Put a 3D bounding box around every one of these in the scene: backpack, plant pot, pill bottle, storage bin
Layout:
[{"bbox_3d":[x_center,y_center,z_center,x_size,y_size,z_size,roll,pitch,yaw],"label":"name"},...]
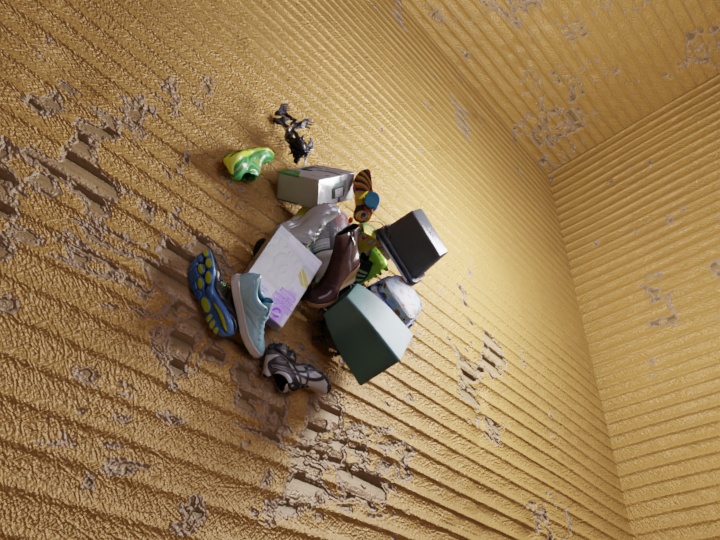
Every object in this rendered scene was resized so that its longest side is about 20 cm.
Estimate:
[{"bbox_3d":[0.092,0.102,1.766,0.203,0.152,0.190,58,23,1],"label":"backpack"},{"bbox_3d":[0.008,0.150,1.510,0.201,0.140,0.142,51,29,-6],"label":"plant pot"},{"bbox_3d":[-0.085,-0.061,1.660,0.114,0.114,0.205,21,54,-43],"label":"pill bottle"},{"bbox_3d":[0.167,-0.081,1.784,0.203,0.133,0.145,59,29,6],"label":"storage bin"}]

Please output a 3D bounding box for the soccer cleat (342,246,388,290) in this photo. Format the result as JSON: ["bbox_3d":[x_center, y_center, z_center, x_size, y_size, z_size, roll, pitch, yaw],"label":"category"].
[{"bbox_3d":[0.000,0.000,1.658,0.067,0.199,0.082,-30,88,-47],"label":"soccer cleat"}]

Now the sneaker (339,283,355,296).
[{"bbox_3d":[-0.006,0.136,1.624,0.203,0.112,0.075,60,28,0],"label":"sneaker"}]

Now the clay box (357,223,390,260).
[{"bbox_3d":[0.016,-0.081,1.815,0.198,0.114,0.049,28,44,-41],"label":"clay box"}]

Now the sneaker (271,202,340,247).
[{"bbox_3d":[-0.136,-0.108,1.578,0.088,0.197,0.075,59,-4,17],"label":"sneaker"}]

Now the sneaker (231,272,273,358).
[{"bbox_3d":[-0.229,0.101,1.324,0.074,0.080,0.205,-87,168,-67],"label":"sneaker"}]

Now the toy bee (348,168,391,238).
[{"bbox_3d":[0.008,-0.185,1.709,0.132,0.106,0.204,88,-17,-62],"label":"toy bee"}]

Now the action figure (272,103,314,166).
[{"bbox_3d":[-0.183,-0.402,1.759,0.100,0.120,0.202,-21,65,-23],"label":"action figure"}]

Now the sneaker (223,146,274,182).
[{"bbox_3d":[-0.299,-0.283,1.592,0.200,0.072,0.086,-37,121,-59],"label":"sneaker"}]

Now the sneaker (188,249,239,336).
[{"bbox_3d":[-0.322,0.053,1.320,0.204,0.069,0.083,67,12,12],"label":"sneaker"}]

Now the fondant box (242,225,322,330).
[{"bbox_3d":[-0.200,0.017,1.430,0.144,0.058,0.202,41,63,-19],"label":"fondant box"}]

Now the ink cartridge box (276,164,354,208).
[{"bbox_3d":[-0.126,-0.244,1.701,0.199,0.143,0.086,-27,127,-57],"label":"ink cartridge box"}]

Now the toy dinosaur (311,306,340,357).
[{"bbox_3d":[-0.080,0.152,1.574,0.102,0.076,0.204,24,43,-58],"label":"toy dinosaur"}]

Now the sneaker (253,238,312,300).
[{"bbox_3d":[-0.201,0.000,1.529,0.201,0.071,0.083,49,4,-14],"label":"sneaker"}]

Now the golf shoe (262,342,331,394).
[{"bbox_3d":[-0.155,0.256,1.397,0.199,0.077,0.096,40,56,-27],"label":"golf shoe"}]

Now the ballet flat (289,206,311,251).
[{"bbox_3d":[-0.170,-0.108,1.638,0.065,0.067,0.205,8,58,-18],"label":"ballet flat"}]

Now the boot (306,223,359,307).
[{"bbox_3d":[-0.069,-0.015,1.494,0.199,0.071,0.170,-37,139,-47],"label":"boot"}]
